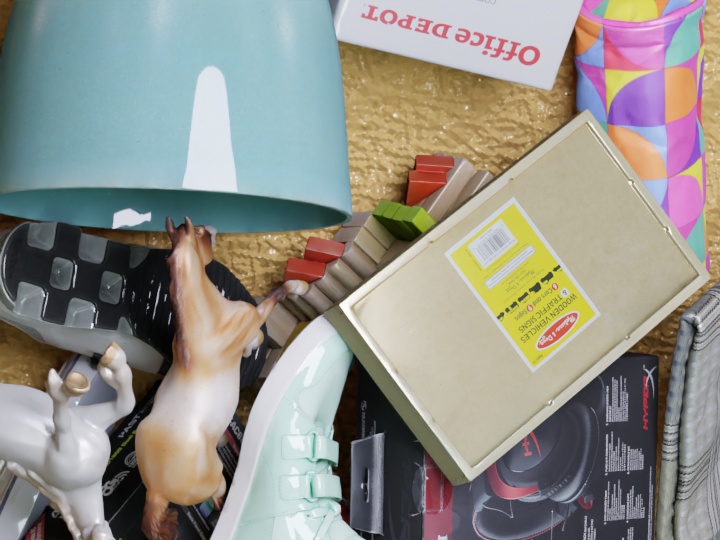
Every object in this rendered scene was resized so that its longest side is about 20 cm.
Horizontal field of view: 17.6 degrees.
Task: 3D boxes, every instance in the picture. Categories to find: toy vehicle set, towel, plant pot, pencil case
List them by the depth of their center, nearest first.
[{"bbox_3d":[-0.101,-0.111,1.247,0.200,0.200,0.162,3,85,-17],"label":"plant pot"},{"bbox_3d":[0.092,0.014,1.329,0.200,0.027,0.124,-37,94,-21],"label":"toy vehicle set"},{"bbox_3d":[0.170,-0.077,1.406,0.088,0.088,0.201,-11,120,-11],"label":"pencil case"},{"bbox_3d":[0.245,0.082,1.468,0.192,0.034,0.201,-33,133,-49],"label":"towel"}]

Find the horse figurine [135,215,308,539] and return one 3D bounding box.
[{"bbox_3d":[-0.087,0.073,1.302,0.050,0.132,0.201,19,95,21],"label":"horse figurine"}]

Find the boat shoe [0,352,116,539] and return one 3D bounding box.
[{"bbox_3d":[-0.209,0.123,1.397,0.070,0.071,0.201,26,89,18],"label":"boat shoe"}]

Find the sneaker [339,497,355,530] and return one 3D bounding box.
[{"bbox_3d":[0.004,0.155,1.443,0.200,0.071,0.113,47,56,-38],"label":"sneaker"}]

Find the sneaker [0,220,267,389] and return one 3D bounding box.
[{"bbox_3d":[-0.145,0.019,1.358,0.200,0.088,0.074,24,71,-35],"label":"sneaker"}]

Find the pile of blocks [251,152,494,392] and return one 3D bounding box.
[{"bbox_3d":[0.000,0.000,1.392,0.200,0.082,0.062,-43,119,8],"label":"pile of blocks"}]

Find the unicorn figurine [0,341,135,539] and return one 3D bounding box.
[{"bbox_3d":[-0.179,0.090,1.277,0.200,0.074,0.138,35,136,15],"label":"unicorn figurine"}]

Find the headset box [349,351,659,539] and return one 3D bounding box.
[{"bbox_3d":[0.080,0.123,1.391,0.199,0.075,0.149,-1,93,-34],"label":"headset box"}]

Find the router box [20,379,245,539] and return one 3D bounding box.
[{"bbox_3d":[-0.104,0.189,1.422,0.150,0.062,0.200,-50,126,-33],"label":"router box"}]

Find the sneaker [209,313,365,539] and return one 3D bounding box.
[{"bbox_3d":[-0.013,0.132,1.311,0.118,0.074,0.201,19,90,18],"label":"sneaker"}]

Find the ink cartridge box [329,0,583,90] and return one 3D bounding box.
[{"bbox_3d":[0.067,-0.216,1.305,0.144,0.085,0.201,11,113,-21],"label":"ink cartridge box"}]
